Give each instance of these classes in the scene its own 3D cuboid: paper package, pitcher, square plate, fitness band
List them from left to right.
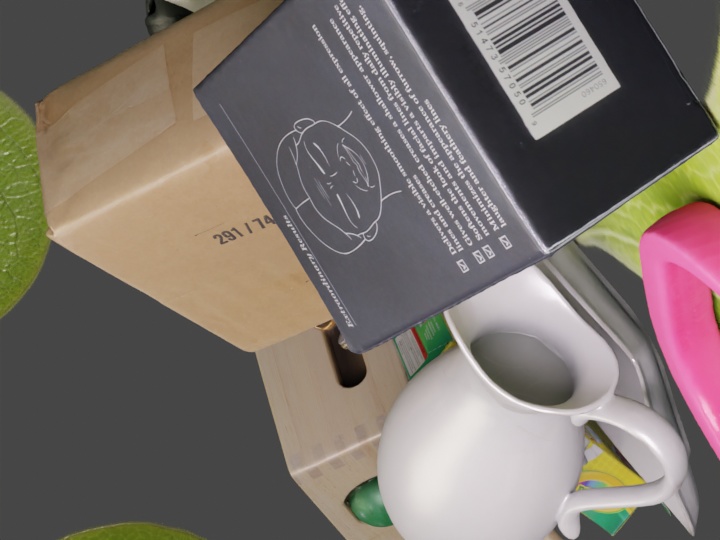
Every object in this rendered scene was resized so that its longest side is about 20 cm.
[{"bbox_3d":[-0.043,-0.058,1.217,0.190,0.199,0.104,33,-139,-45],"label":"paper package"},{"bbox_3d":[0.098,0.107,1.297,0.171,0.121,0.200,40,144,15],"label":"pitcher"},{"bbox_3d":[0.143,0.043,1.360,0.198,0.028,0.200,53,173,40],"label":"square plate"},{"bbox_3d":[0.180,0.050,1.026,0.144,0.037,0.200,55,173,29],"label":"fitness band"}]

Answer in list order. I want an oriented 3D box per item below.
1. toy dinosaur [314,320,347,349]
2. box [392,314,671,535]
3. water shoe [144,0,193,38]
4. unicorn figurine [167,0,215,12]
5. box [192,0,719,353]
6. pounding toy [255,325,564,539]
[{"bbox_3d":[0.000,0.000,1.432,0.200,0.105,0.061,124,156,-72],"label":"toy dinosaur"},{"bbox_3d":[0.114,0.098,1.466,0.199,0.048,0.117,35,-169,-16],"label":"box"},{"bbox_3d":[-0.090,-0.172,1.379,0.200,0.071,0.079,-70,-29,-80],"label":"water shoe"},{"bbox_3d":[-0.056,-0.162,1.228,0.137,0.074,0.200,47,154,-20],"label":"unicorn figurine"},{"bbox_3d":[0.035,-0.069,0.967,0.149,0.107,0.200,58,153,-1],"label":"box"},{"bbox_3d":[0.033,0.114,1.601,0.184,0.142,0.201,54,-166,-52],"label":"pounding toy"}]
